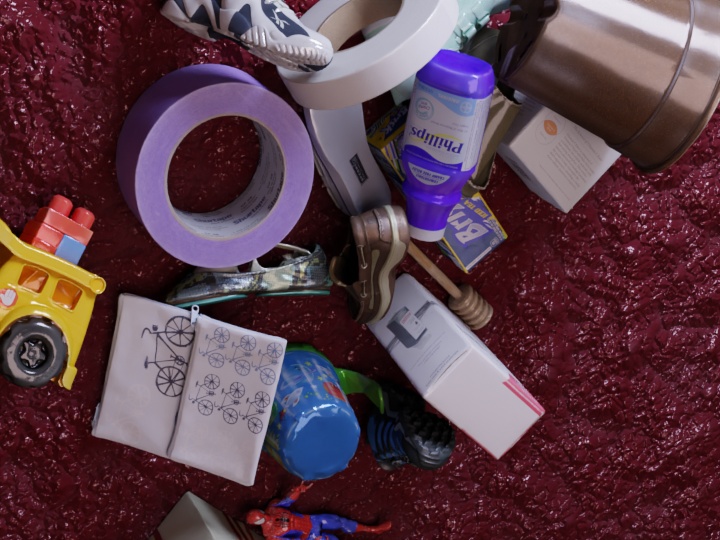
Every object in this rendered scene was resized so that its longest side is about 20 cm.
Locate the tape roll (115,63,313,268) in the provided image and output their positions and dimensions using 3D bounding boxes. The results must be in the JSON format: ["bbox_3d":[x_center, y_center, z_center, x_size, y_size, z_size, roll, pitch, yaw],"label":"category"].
[{"bbox_3d":[-0.155,-0.111,1.556,0.197,0.085,0.203,-9,113,-21],"label":"tape roll"}]

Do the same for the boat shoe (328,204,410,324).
[{"bbox_3d":[-0.002,-0.005,1.642,0.074,0.075,0.203,-9,147,-16],"label":"boat shoe"}]

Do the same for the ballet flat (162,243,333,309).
[{"bbox_3d":[-0.127,0.002,1.634,0.198,0.074,0.075,-5,113,-25],"label":"ballet flat"}]

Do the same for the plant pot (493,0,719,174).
[{"bbox_3d":[0.257,-0.232,1.540,0.196,0.200,0.202,21,101,-14],"label":"plant pot"}]

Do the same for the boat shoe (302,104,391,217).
[{"bbox_3d":[-0.026,-0.138,1.615,0.072,0.065,0.201,-45,129,-23],"label":"boat shoe"}]

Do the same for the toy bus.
[{"bbox_3d":[-0.360,0.005,1.491,0.199,0.135,0.194,26,85,-28],"label":"toy bus"}]

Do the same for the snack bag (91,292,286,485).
[{"bbox_3d":[-0.191,0.129,1.602,0.198,0.021,0.191,18,113,4],"label":"snack bag"}]

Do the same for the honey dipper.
[{"bbox_3d":[0.084,-0.004,1.741,0.038,0.038,0.200,-46,117,-1],"label":"honey dipper"}]

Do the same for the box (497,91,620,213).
[{"bbox_3d":[0.251,-0.191,1.702,0.200,0.097,0.124,-46,121,-1],"label":"box"}]

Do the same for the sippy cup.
[{"bbox_3d":[-0.066,0.171,1.683,0.178,0.130,0.140,-47,121,0],"label":"sippy cup"}]

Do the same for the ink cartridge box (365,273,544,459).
[{"bbox_3d":[0.104,0.107,1.695,0.085,0.200,0.145,-45,121,5],"label":"ink cartridge box"}]

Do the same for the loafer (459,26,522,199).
[{"bbox_3d":[0.136,-0.179,1.626,0.075,0.069,0.203,20,76,-44],"label":"loafer"}]

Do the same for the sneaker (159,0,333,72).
[{"bbox_3d":[-0.096,-0.284,1.468,0.079,0.198,0.131,25,87,-58],"label":"sneaker"}]

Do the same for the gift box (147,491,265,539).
[{"bbox_3d":[-0.169,0.407,1.698,0.184,0.187,0.201,32,94,-31],"label":"gift box"}]

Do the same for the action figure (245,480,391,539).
[{"bbox_3d":[-0.039,0.307,1.771,0.198,0.099,0.066,15,63,-27],"label":"action figure"}]

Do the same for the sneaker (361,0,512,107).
[{"bbox_3d":[0.110,-0.246,1.607,0.198,0.074,0.120,-20,88,-7],"label":"sneaker"}]

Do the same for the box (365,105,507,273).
[{"bbox_3d":[0.086,-0.096,1.684,0.070,0.064,0.201,-40,122,-5],"label":"box"}]

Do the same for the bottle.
[{"bbox_3d":[0.085,-0.129,1.557,0.065,0.083,0.202,-42,149,-56],"label":"bottle"}]

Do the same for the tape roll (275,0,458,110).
[{"bbox_3d":[0.006,-0.244,1.508,0.202,0.203,0.037,-38,124,-6],"label":"tape roll"}]

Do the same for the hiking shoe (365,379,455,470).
[{"bbox_3d":[0.056,0.201,1.709,0.074,0.200,0.088,18,100,-15],"label":"hiking shoe"}]
